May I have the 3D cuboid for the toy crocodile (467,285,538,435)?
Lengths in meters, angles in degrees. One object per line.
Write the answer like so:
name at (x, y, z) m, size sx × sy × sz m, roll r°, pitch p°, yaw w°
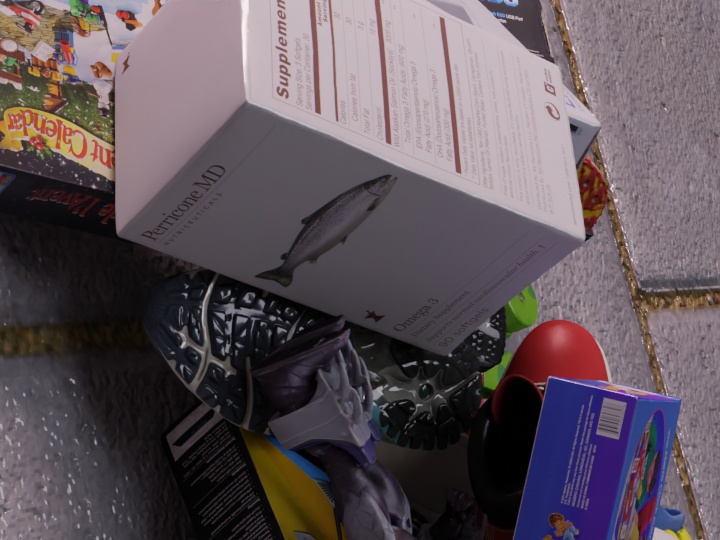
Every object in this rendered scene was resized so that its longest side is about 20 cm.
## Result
toy crocodile at (0.071, 0.059, 1.363) m, size 0.062 × 0.067 × 0.202 m, roll 25°, pitch 54°, yaw -49°

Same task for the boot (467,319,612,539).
boot at (0.098, 0.074, 1.182) m, size 0.145 × 0.072 × 0.201 m, roll 85°, pitch 16°, yaw -46°

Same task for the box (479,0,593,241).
box at (0.041, -0.111, 1.359) m, size 0.199 × 0.050 × 0.200 m, roll 6°, pitch 62°, yaw -38°

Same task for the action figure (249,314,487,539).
action figure at (0.012, 0.124, 1.036) m, size 0.201 × 0.069 × 0.130 m, roll 64°, pitch 16°, yaw -7°

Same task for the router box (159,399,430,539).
router box at (-0.007, 0.162, 1.142) m, size 0.200 × 0.051 × 0.150 m, roll 38°, pitch 18°, yaw -42°

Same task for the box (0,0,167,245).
box at (-0.115, -0.081, 1.101) m, size 0.199 × 0.038 × 0.138 m, roll 14°, pitch 53°, yaw -35°

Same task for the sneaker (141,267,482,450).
sneaker at (-0.036, 0.049, 1.130) m, size 0.199 × 0.086 × 0.078 m, roll 21°, pitch 82°, yaw -35°

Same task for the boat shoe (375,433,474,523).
boat shoe at (-0.007, 0.072, 1.239) m, size 0.199 × 0.072 × 0.060 m, roll 37°, pitch 2°, yaw -28°

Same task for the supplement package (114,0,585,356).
supplement package at (-0.007, -0.060, 1.063) m, size 0.199 × 0.117 × 0.118 m, roll 20°, pitch 48°, yaw -30°

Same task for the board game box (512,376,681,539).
board game box at (0.105, 0.156, 1.076) m, size 0.134 × 0.044 × 0.202 m, roll 13°, pitch 89°, yaw -72°

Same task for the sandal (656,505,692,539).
sandal at (0.123, 0.143, 1.299) m, size 0.199 × 0.079 × 0.088 m, roll -3°, pitch 88°, yaw -50°

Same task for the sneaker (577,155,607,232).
sneaker at (0.072, -0.066, 1.280) m, size 0.199 × 0.073 × 0.077 m, roll 23°, pitch 20°, yaw -43°

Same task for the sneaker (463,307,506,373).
sneaker at (0.000, 0.000, 1.244) m, size 0.199 × 0.080 × 0.074 m, roll 35°, pitch 44°, yaw -25°

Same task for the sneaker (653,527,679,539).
sneaker at (0.214, 0.176, 1.199) m, size 0.200 × 0.115 × 0.074 m, roll 34°, pitch 48°, yaw -43°

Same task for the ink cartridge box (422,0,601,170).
ink cartridge box at (0.012, -0.139, 1.218) m, size 0.199 × 0.041 × 0.200 m, roll 19°, pitch 20°, yaw -31°
